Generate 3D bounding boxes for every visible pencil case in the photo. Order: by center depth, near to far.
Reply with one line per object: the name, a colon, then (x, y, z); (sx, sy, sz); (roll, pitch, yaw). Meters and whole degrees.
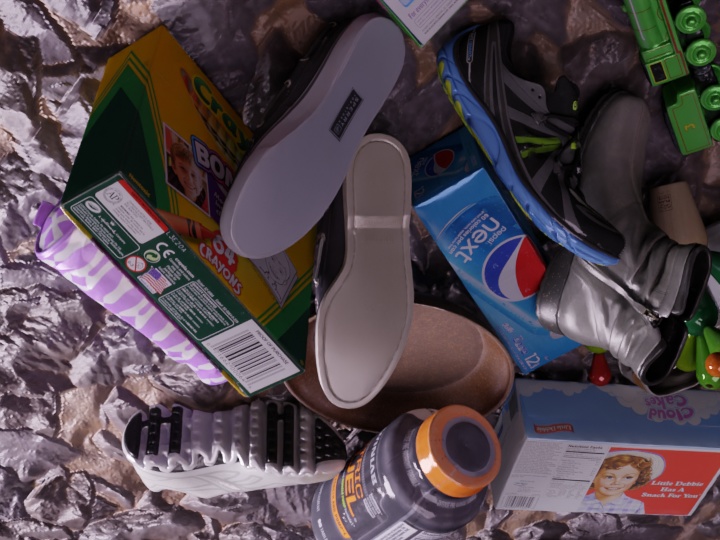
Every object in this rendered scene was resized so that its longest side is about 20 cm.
pencil case: (-0.165, 0.009, 0.921); (0.085, 0.085, 0.200); (-11, 134, 48)

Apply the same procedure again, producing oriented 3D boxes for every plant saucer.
plant saucer: (0.031, 0.073, 0.990); (0.197, 0.037, 0.202); (4, 142, 3)

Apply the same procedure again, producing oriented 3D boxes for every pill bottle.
pill bottle: (0.042, 0.187, 1.019); (0.105, 0.108, 0.200); (19, 143, -19)

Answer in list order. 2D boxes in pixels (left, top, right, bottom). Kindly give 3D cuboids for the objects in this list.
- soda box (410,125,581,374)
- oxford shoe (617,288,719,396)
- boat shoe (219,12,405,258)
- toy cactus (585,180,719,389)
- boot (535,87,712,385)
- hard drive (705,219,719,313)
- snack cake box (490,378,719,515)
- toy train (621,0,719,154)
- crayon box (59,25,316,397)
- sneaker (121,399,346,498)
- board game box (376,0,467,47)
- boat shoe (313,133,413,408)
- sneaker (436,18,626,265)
soda box: (0.110, -0.013, 0.943); (0.064, 0.068, 0.201); (-28, 124, 13)
oxford shoe: (0.315, 0.047, 1.019); (0.199, 0.058, 0.075); (-35, 121, 16)
boat shoe: (-0.039, -0.093, 0.806); (0.201, 0.056, 0.069); (-56, 132, -20)
toy cactus: (0.255, 0.015, 0.941); (0.101, 0.168, 0.198); (-10, 177, -42)
boot: (0.211, -0.026, 0.873); (0.067, 0.130, 0.204); (8, 99, -36)
hard drive: (0.383, -0.012, 0.960); (0.198, 0.026, 0.133); (-28, 90, 11)
snack cake box: (0.224, 0.163, 1.074); (0.196, 0.068, 0.116); (4, 136, -10)
toy train: (0.229, -0.170, 0.863); (0.056, 0.042, 0.201); (-17, 127, 19)
crayon box: (-0.109, -0.042, 0.829); (0.058, 0.174, 0.201); (-24, 127, 22)
sneaker: (-0.109, 0.165, 1.050); (0.196, 0.076, 0.082); (2, 135, 3)
board game box: (0.026, -0.267, 0.744); (0.153, 0.040, 0.200); (-44, 120, 6)
boat shoe: (0.000, 0.000, 0.889); (0.071, 0.063, 0.204); (6, 91, -16)
sneaker: (0.131, -0.092, 0.842); (0.082, 0.071, 0.201); (-33, 84, 8)
